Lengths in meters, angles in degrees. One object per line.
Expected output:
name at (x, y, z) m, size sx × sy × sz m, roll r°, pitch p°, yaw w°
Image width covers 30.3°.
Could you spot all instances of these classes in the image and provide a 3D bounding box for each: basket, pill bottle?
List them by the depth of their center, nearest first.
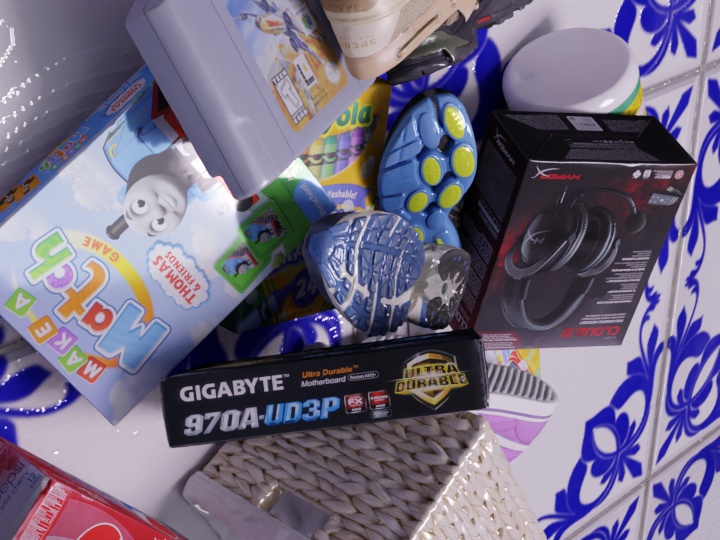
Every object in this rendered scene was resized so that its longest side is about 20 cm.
basket at (0.013, 0.192, 1.004) m, size 0.161 × 0.198 × 0.200 m, roll -51°, pitch 139°, yaw -21°
pill bottle at (0.192, -0.094, 1.130) m, size 0.113 × 0.112 × 0.201 m, roll -45°, pitch 138°, yaw -24°

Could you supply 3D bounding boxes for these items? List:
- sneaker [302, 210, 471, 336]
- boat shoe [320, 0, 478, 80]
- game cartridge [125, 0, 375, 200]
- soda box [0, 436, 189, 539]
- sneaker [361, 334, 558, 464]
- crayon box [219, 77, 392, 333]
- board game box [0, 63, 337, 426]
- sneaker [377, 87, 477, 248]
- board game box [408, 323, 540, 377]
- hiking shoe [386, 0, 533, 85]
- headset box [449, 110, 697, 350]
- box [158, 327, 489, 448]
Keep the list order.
sneaker at (0.000, 0.000, 0.888) m, size 0.200 × 0.085 × 0.078 m, roll 23°, pitch 84°, yaw -65°
boat shoe at (0.045, -0.192, 0.860) m, size 0.200 × 0.071 × 0.065 m, roll -42°, pitch 130°, yaw -35°
game cartridge at (-0.059, -0.138, 0.789) m, size 0.134 × 0.041 × 0.200 m, roll 65°, pitch 29°, yaw -17°
soda box at (-0.177, 0.181, 0.879) m, size 0.064 × 0.070 × 0.200 m, roll -57°, pitch 141°, yaw -10°
sneaker at (0.063, 0.127, 1.095) m, size 0.200 × 0.073 × 0.115 m, roll 19°, pitch 114°, yaw -30°
crayon box at (-0.045, -0.066, 0.921) m, size 0.125 × 0.051 × 0.201 m, roll -13°, pitch 118°, yaw -45°
board game box at (-0.128, -0.025, 0.811) m, size 0.200 × 0.037 × 0.151 m, roll -45°, pitch 125°, yaw -9°
sneaker at (0.045, -0.070, 0.980) m, size 0.200 × 0.070 × 0.083 m, roll 86°, pitch -2°, yaw -62°
board game box at (0.106, 0.085, 1.184) m, size 0.134 × 0.034 × 0.201 m, roll -34°, pitch 132°, yaw -33°
hiking shoe at (0.065, -0.216, 0.947) m, size 0.200 × 0.075 × 0.101 m, roll -49°, pitch 118°, yaw -45°
headset box at (0.154, -0.021, 1.048) m, size 0.148 × 0.077 × 0.201 m, roll 0°, pitch 126°, yaw -22°
box at (-0.018, 0.074, 0.868) m, size 0.159 × 0.199 × 0.046 m, roll 9°, pitch 74°, yaw -86°
